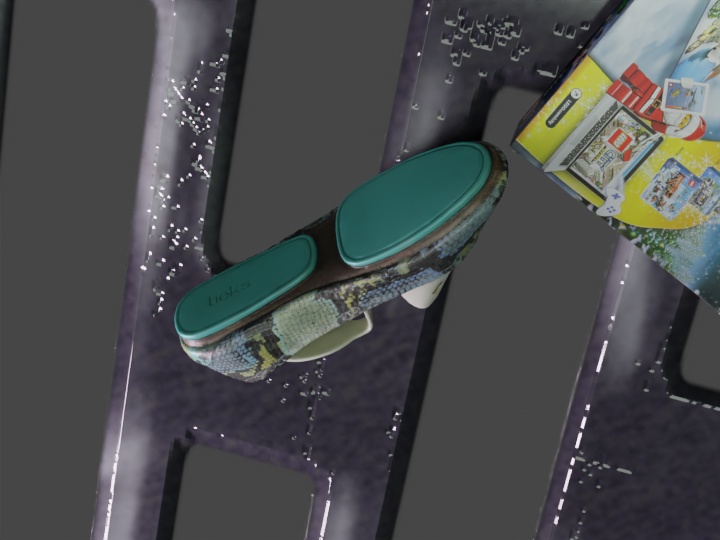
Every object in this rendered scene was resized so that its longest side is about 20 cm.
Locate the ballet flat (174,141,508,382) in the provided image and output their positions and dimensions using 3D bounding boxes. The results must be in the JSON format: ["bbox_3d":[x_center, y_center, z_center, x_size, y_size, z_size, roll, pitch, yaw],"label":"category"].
[{"bbox_3d":[0.000,0.000,0.880,0.200,0.074,0.074,-25,107,24],"label":"ballet flat"}]

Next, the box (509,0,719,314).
[{"bbox_3d":[0.183,-0.092,0.800,0.136,0.038,0.200,38,117,-6],"label":"box"}]
